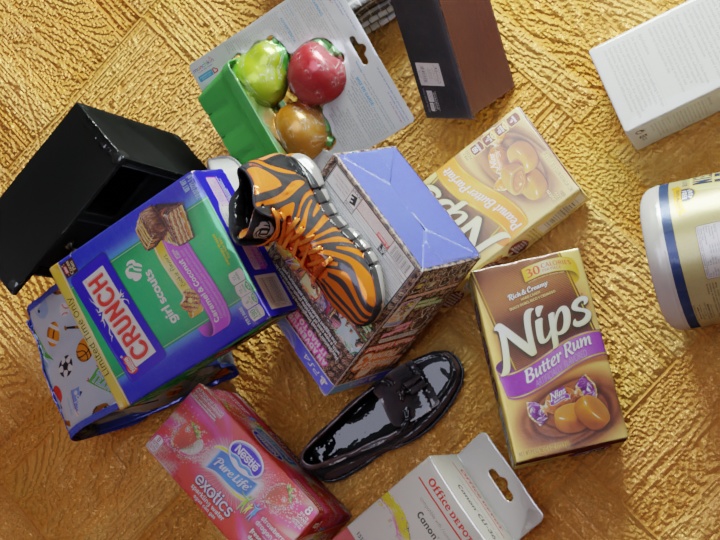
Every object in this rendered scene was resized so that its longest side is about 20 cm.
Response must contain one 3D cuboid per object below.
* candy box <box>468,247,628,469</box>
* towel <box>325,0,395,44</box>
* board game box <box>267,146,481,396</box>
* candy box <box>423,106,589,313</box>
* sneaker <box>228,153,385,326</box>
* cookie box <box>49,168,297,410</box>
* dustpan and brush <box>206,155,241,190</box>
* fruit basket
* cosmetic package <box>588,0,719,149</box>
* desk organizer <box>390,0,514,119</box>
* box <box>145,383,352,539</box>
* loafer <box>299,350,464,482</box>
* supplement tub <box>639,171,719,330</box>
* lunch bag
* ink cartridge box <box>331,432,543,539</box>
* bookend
[{"bbox_3d":[0.186,0.088,1.527,0.116,0.056,0.201,-13,74,-2],"label":"candy box"},{"bbox_3d":[0.002,-0.363,1.687,0.200,0.086,0.166,-34,71,11],"label":"towel"},{"bbox_3d":[0.000,0.000,1.562,0.160,0.097,0.200,54,129,21],"label":"board game box"},{"bbox_3d":[0.125,-0.062,1.596,0.200,0.055,0.116,-38,69,10],"label":"candy box"},{"bbox_3d":[-0.063,-0.024,1.472,0.200,0.112,0.078,56,129,20],"label":"sneaker"},{"bbox_3d":[-0.193,0.019,1.547,0.199,0.075,0.172,-32,82,21],"label":"cookie box"},{"bbox_3d":[-0.123,-0.053,1.615,0.057,0.200,0.140,-8,96,-8],"label":"dustpan and brush"},{"bbox_3d":[-0.066,-0.195,1.657,0.199,0.094,0.186,-31,93,16],"label":"fruit basket"},{"bbox_3d":[0.345,-0.216,1.537,0.199,0.071,0.102,-25,72,14],"label":"cosmetic package"},{"bbox_3d":[0.091,-0.267,1.603,0.072,0.077,0.201,8,125,47],"label":"desk organizer"},{"bbox_3d":[-0.118,0.223,1.605,0.200,0.100,0.096,44,96,23],"label":"box"},{"bbox_3d":[0.022,0.154,1.587,0.200,0.063,0.072,-38,69,9],"label":"loafer"},{"bbox_3d":[0.379,-0.030,1.448,0.199,0.144,0.145,-13,75,17],"label":"supplement tub"},{"bbox_3d":[-0.258,0.076,1.676,0.199,0.124,0.171,-26,73,6],"label":"lunch bag"},{"bbox_3d":[0.073,0.265,1.526,0.200,0.067,0.117,-44,67,18],"label":"ink cartridge box"},{"bbox_3d":[-0.292,-0.067,1.687,0.200,0.199,0.092,-48,67,13],"label":"bookend"}]
